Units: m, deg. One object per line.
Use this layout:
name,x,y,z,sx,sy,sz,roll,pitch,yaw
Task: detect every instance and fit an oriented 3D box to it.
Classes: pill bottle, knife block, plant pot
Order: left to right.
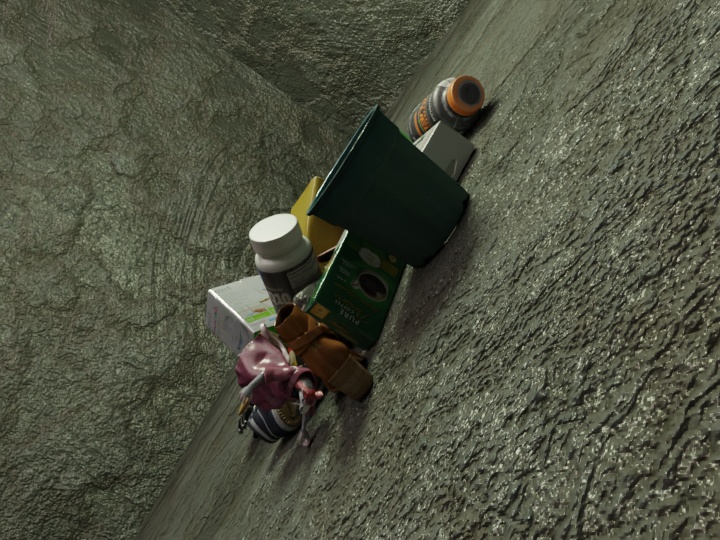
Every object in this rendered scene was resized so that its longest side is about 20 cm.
knife block,-0.247,0.323,1.413,0.200,0.064,0.177,-44,16,54
pill bottle,-0.134,0.002,1.147,0.112,0.202,0.114,-13,32,8
plant pot,-0.066,-0.058,1.392,0.194,0.193,0.202,141,144,-60
plant pot,0.049,-0.118,0.945,0.201,0.195,0.201,-54,11,16
pill bottle,0.175,-0.319,1.215,0.107,0.106,0.200,-60,10,-15

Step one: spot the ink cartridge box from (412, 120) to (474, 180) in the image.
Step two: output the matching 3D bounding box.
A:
ink cartridge box,0.113,-0.175,1.135,0.148,0.083,0.200,-60,11,-13

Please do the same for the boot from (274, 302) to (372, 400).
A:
boot,-0.068,0.115,0.894,0.077,0.155,0.200,-48,9,-3

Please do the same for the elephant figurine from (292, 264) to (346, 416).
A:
elephant figurine,-0.080,0.124,1.078,0.155,0.141,0.202,-25,-36,-49

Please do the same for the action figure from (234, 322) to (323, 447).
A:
action figure,-0.115,0.181,0.969,0.199,0.134,0.150,-3,47,49

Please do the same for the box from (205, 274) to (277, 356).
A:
box,-0.206,0.096,1.310,0.199,0.176,0.098,-18,-50,-43

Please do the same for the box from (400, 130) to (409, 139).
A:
box,0.054,-0.268,1.648,0.200,0.096,0.177,-49,11,35

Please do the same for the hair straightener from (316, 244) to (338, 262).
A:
hair straightener,0.017,-0.036,1.153,0.198,0.078,0.041,-26,-22,2

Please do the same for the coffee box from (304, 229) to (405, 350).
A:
coffee box,-0.003,0.019,0.994,0.044,0.122,0.201,-44,18,47

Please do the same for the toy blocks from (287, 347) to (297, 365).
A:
toy blocks,-0.111,0.174,1.185,0.201,0.099,0.137,-58,21,1

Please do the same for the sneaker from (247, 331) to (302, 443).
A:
sneaker,-0.174,0.221,1.127,0.109,0.069,0.202,-49,49,38
